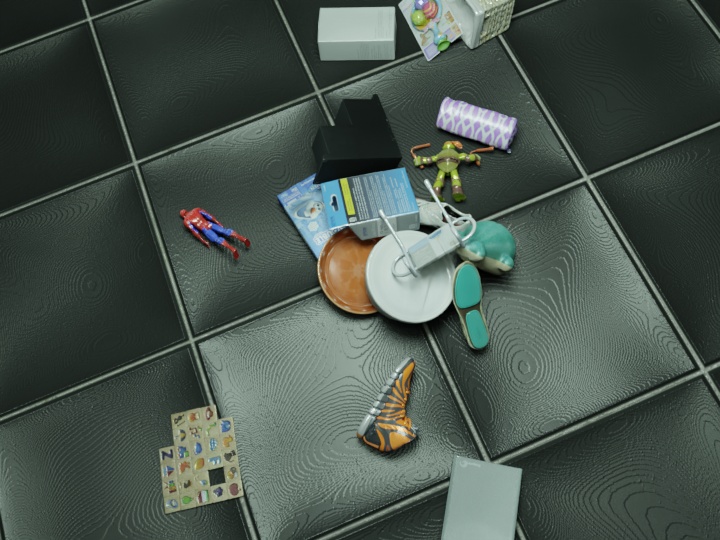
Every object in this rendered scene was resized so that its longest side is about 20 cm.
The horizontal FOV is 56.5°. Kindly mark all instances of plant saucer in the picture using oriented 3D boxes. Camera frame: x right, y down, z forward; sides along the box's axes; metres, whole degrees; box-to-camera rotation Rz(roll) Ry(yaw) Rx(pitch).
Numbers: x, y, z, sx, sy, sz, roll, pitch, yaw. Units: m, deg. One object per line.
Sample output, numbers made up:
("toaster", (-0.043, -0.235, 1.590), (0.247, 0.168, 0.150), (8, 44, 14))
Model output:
("plant saucer", (0.000, 0.000, 1.503), (0.199, 0.032, 0.201), (3, 77, -12))

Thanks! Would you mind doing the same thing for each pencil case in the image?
("pencil case", (0.283, -0.357, 1.618), (0.199, 0.084, 0.086), (22, 37, 10))

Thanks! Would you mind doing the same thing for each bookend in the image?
("bookend", (-0.032, -0.310, 1.570), (0.199, 0.092, 0.199), (-7, 62, -24))

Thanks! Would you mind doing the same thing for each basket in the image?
("basket", (0.292, -0.699, 1.717), (0.123, 0.136, 0.200), (-27, 70, -8))

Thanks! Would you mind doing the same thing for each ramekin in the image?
("ramekin", (0.101, 0.020, 1.456), (0.201, 0.094, 0.203), (3, 78, -12))

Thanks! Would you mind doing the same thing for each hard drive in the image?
("hard drive", (0.238, 0.481, 1.327), (0.139, 0.033, 0.201), (9, 70, 8))

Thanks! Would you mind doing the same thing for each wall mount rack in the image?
("wall mount rack", (0.128, -0.083, 1.372), (0.200, 0.075, 0.174), (-32, 45, 10))

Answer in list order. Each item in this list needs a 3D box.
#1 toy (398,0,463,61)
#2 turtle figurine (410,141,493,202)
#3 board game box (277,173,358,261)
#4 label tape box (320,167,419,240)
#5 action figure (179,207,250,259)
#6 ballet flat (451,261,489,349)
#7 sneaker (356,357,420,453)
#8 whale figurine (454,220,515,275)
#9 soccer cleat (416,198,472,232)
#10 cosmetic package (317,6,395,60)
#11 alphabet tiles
("toy", (0.171, -0.657, 1.728), (0.115, 0.047, 0.201), (-34, 71, 28))
("turtle figurine", (0.218, -0.245, 1.587), (0.199, 0.064, 0.162), (1, 69, 5))
("board game box", (-0.062, -0.144, 1.581), (0.200, 0.043, 0.199), (-32, 71, -8))
("label tape box", (0.021, -0.145, 1.502), (0.199, 0.066, 0.144), (-12, 52, -2))
("action figure", (-0.353, -0.094, 1.582), (0.200, 0.052, 0.065), (32, 69, 20))
("ballet flat", (0.225, 0.073, 1.420), (0.067, 0.062, 0.201), (-15, 107, -10))
("sneaker", (0.086, 0.288, 1.397), (0.112, 0.078, 0.200), (30, 85, 10))
("whale figurine", (0.264, -0.057, 1.437), (0.159, 0.200, 0.104), (31, 101, 25))
("soccer cleat", (0.165, -0.131, 1.536), (0.199, 0.085, 0.069), (21, 72, 11))
("cosmetic package", (-0.009, -0.613, 1.736), (0.199, 0.081, 0.113), (2, 69, 6))
("alphabet tiles", (-0.343, 0.393, 1.418), (0.166, 0.008, 0.201), (-13, 69, 0))
